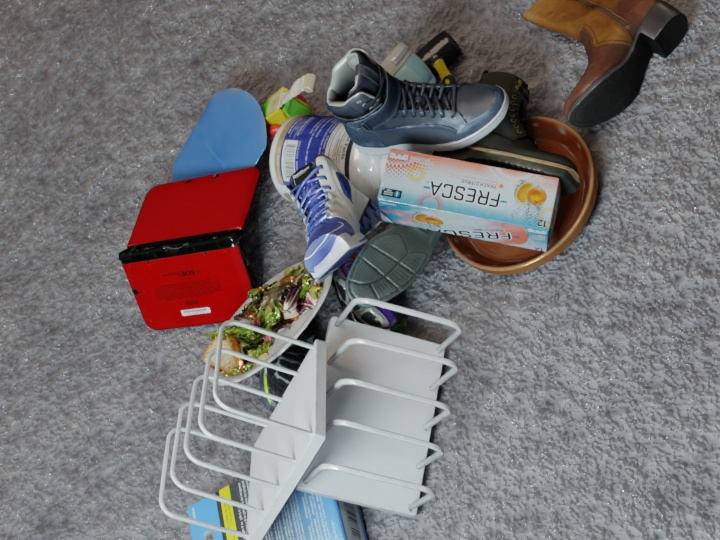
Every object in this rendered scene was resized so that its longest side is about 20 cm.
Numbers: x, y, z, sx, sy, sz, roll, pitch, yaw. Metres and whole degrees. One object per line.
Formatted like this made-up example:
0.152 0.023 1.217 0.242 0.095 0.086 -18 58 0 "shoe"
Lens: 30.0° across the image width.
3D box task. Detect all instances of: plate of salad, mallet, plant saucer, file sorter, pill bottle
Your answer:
-0.115 0.052 1.592 0.199 0.048 0.201 -36 23 18 "plate of salad"
0.115 -0.247 1.674 0.066 0.041 0.200 -43 26 7 "mallet"
0.188 -0.087 1.586 0.199 0.032 0.202 -17 58 28 "plant saucer"
-0.130 0.175 1.459 0.139 0.123 0.201 -90 24 -48 "file sorter"
-0.008 -0.135 1.693 0.199 0.116 0.117 9 71 37 "pill bottle"
0.026 0.147 1.469 0.125 0.137 0.202 126 157 -67 "file sorter"

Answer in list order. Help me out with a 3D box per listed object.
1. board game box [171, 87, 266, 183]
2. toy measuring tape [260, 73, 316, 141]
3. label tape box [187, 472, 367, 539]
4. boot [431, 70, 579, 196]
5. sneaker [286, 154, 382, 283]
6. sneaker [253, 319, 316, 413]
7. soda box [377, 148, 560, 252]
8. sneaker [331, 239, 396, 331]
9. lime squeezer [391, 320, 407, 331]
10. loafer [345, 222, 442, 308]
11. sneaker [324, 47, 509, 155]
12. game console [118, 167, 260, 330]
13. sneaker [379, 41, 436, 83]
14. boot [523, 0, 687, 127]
-0.186 -0.152 1.862 0.201 0.039 0.158 -57 46 16 "board game box"
-0.082 -0.213 1.792 0.200 0.073 0.074 -22 49 62 "toy measuring tape"
-0.096 0.303 1.557 0.199 0.063 0.145 -30 51 19 "label tape box"
0.187 -0.169 1.565 0.199 0.077 0.139 17 72 38 "boot"
-0.044 -0.066 1.558 0.080 0.115 0.200 -42 4 22 "sneaker"
-0.096 0.116 1.631 0.081 0.073 0.201 -55 15 26 "sneaker"
0.123 -0.079 1.515 0.198 0.064 0.069 11 70 11 "soda box"
0.000 0.000 1.637 0.083 0.081 0.200 -27 44 -5 "sneaker"
-0.026 0.128 1.618 0.070 0.038 0.201 31 85 41 "lime squeezer"
0.055 -0.031 1.575 0.072 0.063 0.200 38 77 5 "loafer"
0.057 -0.197 1.527 0.200 0.146 0.078 -10 61 21 "sneaker"
-0.211 -0.026 1.806 0.198 0.174 0.119 -8 21 32 "game console"
0.036 -0.212 1.705 0.074 0.082 0.200 -51 5 -21 "sneaker"
0.262 -0.279 1.613 0.189 0.068 0.200 -51 48 2 "boot"
